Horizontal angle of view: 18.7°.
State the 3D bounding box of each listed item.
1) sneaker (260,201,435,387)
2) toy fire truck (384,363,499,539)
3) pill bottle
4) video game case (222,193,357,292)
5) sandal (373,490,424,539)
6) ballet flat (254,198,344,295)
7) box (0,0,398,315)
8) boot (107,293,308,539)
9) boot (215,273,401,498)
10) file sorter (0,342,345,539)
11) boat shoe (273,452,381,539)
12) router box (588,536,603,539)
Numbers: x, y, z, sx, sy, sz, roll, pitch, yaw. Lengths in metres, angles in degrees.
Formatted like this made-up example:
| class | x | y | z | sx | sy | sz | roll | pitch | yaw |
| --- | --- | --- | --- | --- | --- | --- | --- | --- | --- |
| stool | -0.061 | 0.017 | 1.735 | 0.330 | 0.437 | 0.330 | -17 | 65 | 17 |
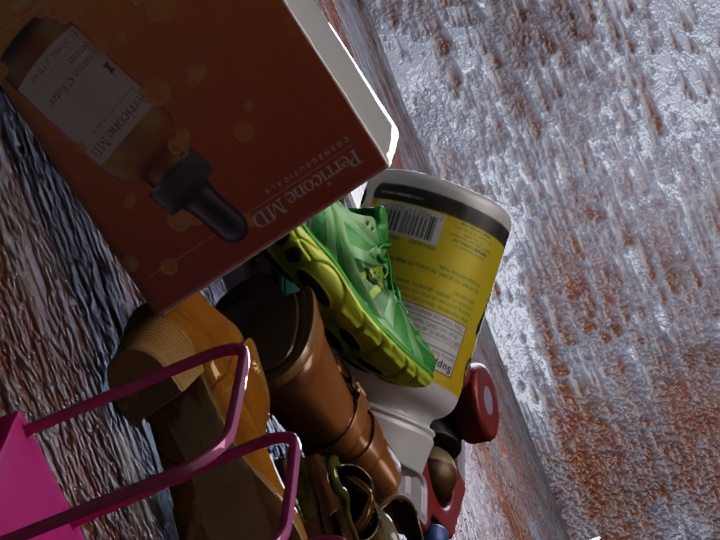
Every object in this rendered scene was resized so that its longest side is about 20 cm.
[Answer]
| class | x | y | z | sx | sy | sz | roll | pitch | yaw |
| --- | --- | --- | --- | --- | --- | --- | --- | --- | --- |
| sneaker | 0.000 | 0.000 | 1.454 | 0.074 | 0.084 | 0.200 | 9 | -39 | 53 |
| toy fire truck | 0.038 | 0.137 | 1.744 | 0.200 | 0.111 | 0.169 | 58 | 29 | -49 |
| pill bottle | 0.029 | 0.039 | 1.580 | 0.114 | 0.113 | 0.201 | 46 | 61 | -70 |
| video game case | -0.071 | -0.075 | 1.596 | 0.182 | 0.022 | 0.201 | -17 | 85 | -59 |
| sandal | 0.020 | 0.186 | 1.554 | 0.200 | 0.054 | 0.081 | 169 | -99 | -83 |
| ballet flat | -0.045 | -0.053 | 1.521 | 0.070 | 0.065 | 0.202 | 4 | 96 | -43 |
| box | -0.095 | -0.106 | 1.161 | 0.201 | 0.152 | 0.106 | 56 | 9 | -8 |
| boot | -0.064 | 0.103 | 1.190 | 0.202 | 0.070 | 0.144 | 61 | 15 | -6 |
| boot | -0.029 | 0.090 | 1.413 | 0.156 | 0.076 | 0.200 | 57 | -8 | -14 |
| file sorter | -0.063 | 0.150 | 0.889 | 0.139 | 0.125 | 0.201 | -85 | 153 | -72 |
| boat shoe | -0.018 | 0.161 | 1.385 | 0.200 | 0.068 | 0.072 | 47 | 21 | -73 |
| router box | 0.048 | 0.210 | 1.212 | 0.157 | 0.199 | 0.053 | 13 | 57 | -82 |
